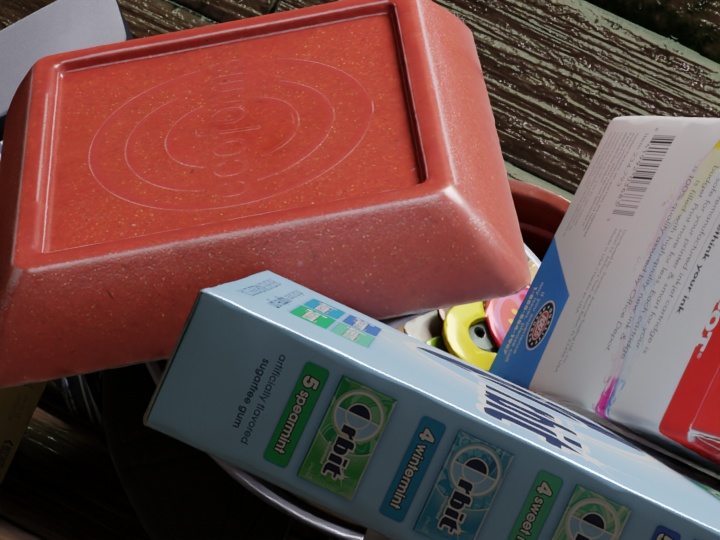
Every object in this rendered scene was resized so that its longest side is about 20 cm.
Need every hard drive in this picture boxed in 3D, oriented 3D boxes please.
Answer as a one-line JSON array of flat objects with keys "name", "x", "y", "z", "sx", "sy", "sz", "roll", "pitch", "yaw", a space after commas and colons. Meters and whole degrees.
[{"name": "hard drive", "x": -0.209, "y": -0.078, "z": 1.182, "sx": 0.042, "sy": 0.200, "sz": 0.135, "roll": 58, "pitch": -5, "yaw": 12}]

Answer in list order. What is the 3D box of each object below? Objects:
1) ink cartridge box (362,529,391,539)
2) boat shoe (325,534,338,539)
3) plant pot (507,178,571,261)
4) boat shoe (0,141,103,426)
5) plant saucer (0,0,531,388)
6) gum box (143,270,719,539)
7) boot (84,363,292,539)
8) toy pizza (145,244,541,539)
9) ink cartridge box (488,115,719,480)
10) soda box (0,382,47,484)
[{"name": "ink cartridge box", "x": 0.096, "y": 0.153, "z": 0.720, "sx": 0.200, "sy": 0.085, "sz": 0.145, "roll": 23, "pitch": 4, "yaw": -11}, {"name": "boat shoe", "x": -0.012, "y": 0.058, "z": 0.996, "sx": 0.200, "sy": 0.071, "sz": 0.063, "roll": 56, "pitch": -28, "yaw": -7}, {"name": "plant pot", "x": 0.070, "y": 0.066, "z": 1.193, "sx": 0.201, "sy": 0.201, "sz": 0.195, "roll": 26, "pitch": -5, "yaw": 12}, {"name": "boat shoe", "x": -0.181, "y": 0.015, "z": 1.075, "sx": 0.200, "sy": 0.091, "sz": 0.071, "roll": -121, "pitch": -163, "yaw": -44}, {"name": "plant saucer", "x": -0.048, "y": -0.044, "z": 0.819, "sx": 0.200, "sy": 0.037, "sz": 0.200, "roll": -11, "pitch": 34, "yaw": 2}, {"name": "gum box", "x": 0.044, "y": 0.062, "z": 0.655, "sx": 0.200, "sy": 0.045, "sz": 0.170, "roll": 24, "pitch": 3, "yaw": 2}, {"name": "boot", "x": -0.073, "y": 0.059, "z": 0.897, "sx": 0.154, "sy": 0.073, "sz": 0.204, "roll": 89, "pitch": -18, "yaw": -59}, {"name": "toy pizza", "x": 0.008, "y": 0.021, "z": 0.834, "sx": 0.200, "sy": 0.032, "sz": 0.200, "roll": 15, "pitch": 46, "yaw": -17}, {"name": "ink cartridge box", "x": 0.133, "y": 0.012, "z": 0.740, "sx": 0.067, "sy": 0.116, "sz": 0.200, "roll": 29, "pitch": -5, "yaw": -21}, {"name": "soda box", "x": -0.165, "y": 0.027, "z": 0.902, "sx": 0.064, "sy": 0.068, "sz": 0.200, "roll": 24, "pitch": 3, "yaw": -11}]
